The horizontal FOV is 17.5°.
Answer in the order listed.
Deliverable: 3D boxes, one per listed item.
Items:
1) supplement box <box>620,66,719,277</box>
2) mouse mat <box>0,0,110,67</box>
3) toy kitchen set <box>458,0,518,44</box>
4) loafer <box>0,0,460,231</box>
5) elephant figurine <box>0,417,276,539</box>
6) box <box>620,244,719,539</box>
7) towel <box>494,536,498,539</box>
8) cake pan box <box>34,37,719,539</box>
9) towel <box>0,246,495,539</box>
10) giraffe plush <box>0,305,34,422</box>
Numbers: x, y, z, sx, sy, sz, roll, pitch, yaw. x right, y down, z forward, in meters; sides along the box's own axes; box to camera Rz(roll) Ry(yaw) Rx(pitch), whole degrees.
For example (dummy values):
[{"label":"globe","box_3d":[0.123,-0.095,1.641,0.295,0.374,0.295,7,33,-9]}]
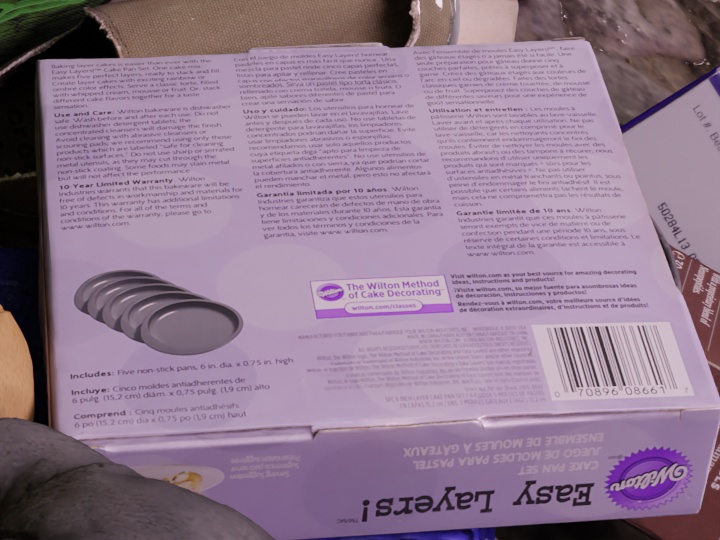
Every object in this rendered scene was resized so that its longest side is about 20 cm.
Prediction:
[{"label":"supplement box","box_3d":[0.158,-0.031,0.981,0.101,0.103,0.200,58,25,1]},{"label":"mouse mat","box_3d":[-0.154,-0.073,0.751,0.200,0.161,0.008,-19,81,-39]},{"label":"toy kitchen set","box_3d":[0.047,-0.204,1.074,0.199,0.181,0.163,10,43,-26]},{"label":"loafer","box_3d":[-0.060,-0.062,0.809,0.075,0.200,0.070,69,16,7]},{"label":"elephant figurine","box_3d":[-0.110,0.125,0.544,0.141,0.155,0.200,38,36,24]},{"label":"box","box_3d":[0.171,0.078,0.843,0.200,0.075,0.100,31,21,2]},{"label":"towel","box_3d":[0.088,0.184,0.732,0.165,0.086,0.200,16,39,-28]},{"label":"cake pan box","box_3d":[0.000,0.000,0.718,0.199,0.052,0.184,-4,43,-9]},{"label":"towel","box_3d":[-0.056,0.046,0.729,0.199,0.050,0.148,2,47,-2]},{"label":"giraffe plush","box_3d":[-0.213,0.014,0.643,0.200,0.173,0.162,-33,49,-10]}]
